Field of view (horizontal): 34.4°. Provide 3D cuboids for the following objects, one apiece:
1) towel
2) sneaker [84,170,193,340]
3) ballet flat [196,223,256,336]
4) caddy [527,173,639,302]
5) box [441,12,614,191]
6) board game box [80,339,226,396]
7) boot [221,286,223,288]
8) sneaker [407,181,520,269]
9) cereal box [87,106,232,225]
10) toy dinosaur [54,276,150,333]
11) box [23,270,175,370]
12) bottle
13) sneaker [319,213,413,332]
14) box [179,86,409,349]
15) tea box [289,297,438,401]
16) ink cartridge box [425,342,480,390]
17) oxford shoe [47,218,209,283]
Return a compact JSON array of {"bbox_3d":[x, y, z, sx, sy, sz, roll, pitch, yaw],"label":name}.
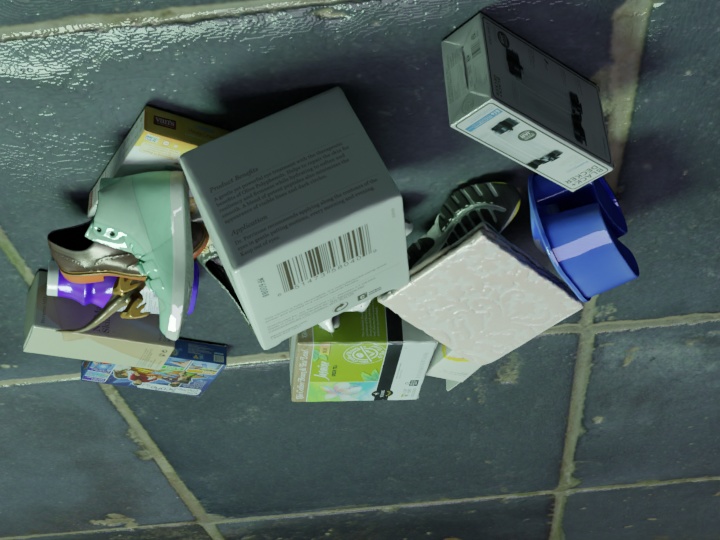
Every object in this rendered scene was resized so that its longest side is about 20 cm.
[{"bbox_3d":[0.154,0.036,1.498,0.199,0.032,0.191,33,129,-29],"label":"towel"},{"bbox_3d":[-0.257,-0.017,1.354,0.117,0.074,0.203,0,106,0],"label":"sneaker"},{"bbox_3d":[-0.153,0.015,1.484,0.066,0.057,0.200,-16,128,32],"label":"ballet flat"},{"bbox_3d":[0.268,-0.047,1.450,0.104,0.143,0.200,-20,146,21],"label":"caddy"},{"bbox_3d":[0.179,-0.175,1.240,0.199,0.118,0.060,20,143,-37],"label":"box"},{"bbox_3d":[-0.325,0.147,1.826,0.198,0.035,0.135,11,148,-24],"label":"board game box"},{"bbox_3d":[-0.125,-0.022,1.518,0.095,0.074,0.200,7,146,-17],"label":"boot"},{"bbox_3d":[0.141,-0.052,1.510,0.090,0.079,0.200,-10,157,-47],"label":"sneaker"},{"bbox_3d":[-0.226,-0.108,1.386,0.143,0.040,0.200,13,146,-27],"label":"cereal box"},{"bbox_3d":[-0.304,0.032,1.492,0.060,0.106,0.200,42,88,-18],"label":"toy dinosaur"},{"bbox_3d":[-0.365,0.072,1.634,0.198,0.096,0.078,9,147,-24],"label":"box"},{"bbox_3d":[-0.320,0.017,1.570,0.198,0.066,0.084,4,144,-13],"label":"bottle"},{"bbox_3d":[0.000,0.000,1.516,0.200,0.087,0.075,-40,-179,26],"label":"sneaker"},{"bbox_3d":[-0.069,-0.055,1.308,0.198,0.172,0.201,-25,152,-8],"label":"box"},{"bbox_3d":[-0.002,0.089,1.662,0.195,0.135,0.201,0,151,-5],"label":"tea box"},{"bbox_3d":[0.143,0.082,1.683,0.067,0.118,0.200,12,146,-21],"label":"ink cartridge box"},{"bbox_3d":[-0.283,-0.033,1.408,0.198,0.072,0.073,-11,142,9],"label":"oxford shoe"}]
